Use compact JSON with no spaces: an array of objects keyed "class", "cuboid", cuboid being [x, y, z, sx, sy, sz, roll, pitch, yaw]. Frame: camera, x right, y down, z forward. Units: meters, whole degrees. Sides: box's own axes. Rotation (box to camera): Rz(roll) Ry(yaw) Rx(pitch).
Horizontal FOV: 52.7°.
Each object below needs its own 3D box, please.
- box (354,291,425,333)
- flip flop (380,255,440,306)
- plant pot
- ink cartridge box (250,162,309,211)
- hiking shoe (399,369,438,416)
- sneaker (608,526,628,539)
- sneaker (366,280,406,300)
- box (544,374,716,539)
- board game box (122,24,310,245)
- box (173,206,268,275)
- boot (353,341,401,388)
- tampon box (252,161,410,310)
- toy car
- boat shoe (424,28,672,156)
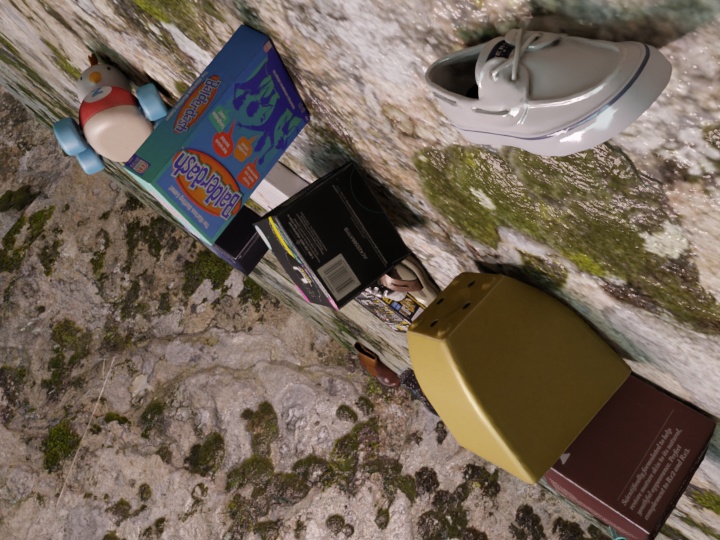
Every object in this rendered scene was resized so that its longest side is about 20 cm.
[{"class":"box","cuboid":[0.054,0.066,1.481,0.160,0.049,0.200,36,170,-10]},{"class":"flip flop","cuboid":[0.065,0.012,1.181,0.081,0.058,0.200,27,165,43]},{"class":"plant pot","cuboid":[0.176,0.111,0.932,0.200,0.194,0.195,49,166,-16]},{"class":"ink cartridge box","cuboid":[-0.127,-0.125,1.244,0.200,0.045,0.176,37,169,3]},{"class":"hiking shoe","cuboid":[0.214,0.398,2.371,0.200,0.076,0.101,44,179,8]},{"class":"sneaker","cuboid":[0.733,0.731,2.050,0.078,0.091,0.200,40,169,-15]},{"class":"sneaker","cuboid":[0.000,0.000,1.323,0.200,0.075,0.081,32,177,28]},{"class":"box","cuboid":[0.358,0.254,0.988,0.164,0.166,0.200,31,169,30]},{"class":"board game box","cuboid":[-0.151,-0.145,0.811,0.045,0.200,0.152,32,169,24]},{"class":"box","cuboid":[-0.335,-0.104,1.800,0.200,0.123,0.198,36,171,7]},{"class":"boot","cuboid":[0.066,0.348,2.687,0.188,0.068,0.200,41,164,22]},{"class":"tampon box","cuboid":[-0.047,-0.045,1.017,0.150,0.126,0.200,56,166,-9]},{"class":"toy car","cuboid":[-0.456,-0.310,1.301,0.177,0.184,0.200,91,153,-77]},{"class":"boat shoe","cuboid":[0.102,-0.118,0.462,0.065,0.074,0.200,36,169,-23]}]
